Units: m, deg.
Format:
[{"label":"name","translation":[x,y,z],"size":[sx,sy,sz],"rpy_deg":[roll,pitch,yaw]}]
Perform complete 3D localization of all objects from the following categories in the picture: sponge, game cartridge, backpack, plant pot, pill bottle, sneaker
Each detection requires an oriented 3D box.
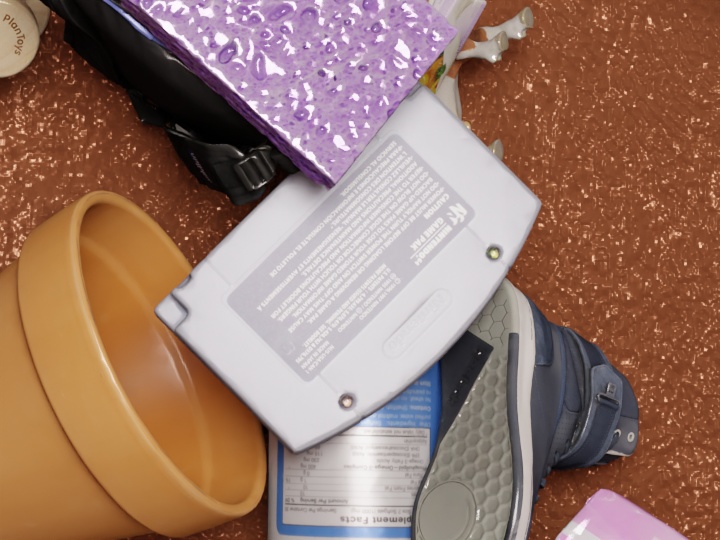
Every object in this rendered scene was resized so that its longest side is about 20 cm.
[{"label":"sponge","translation":[-0.054,-0.150,0.938],"size":[0.200,0.030,0.112],"rpy_deg":[42,76,-6]},{"label":"game cartridge","translation":[0.000,0.000,1.002],"size":[0.200,0.041,0.133],"rpy_deg":[-44,83,-8]},{"label":"backpack","translation":[-0.092,-0.147,1.042],"size":[0.200,0.190,0.154],"rpy_deg":[43,77,-5]},{"label":"plant pot","translation":[-0.163,0.073,1.020],"size":[0.140,0.200,0.201],"rpy_deg":[-25,87,14]},{"label":"pill bottle","translation":[0.000,0.128,1.061],"size":[0.112,0.112,0.201],"rpy_deg":[1,85,-5]},{"label":"sneaker","translation":[0.102,0.121,1.045],"size":[0.077,0.146,0.203],"rpy_deg":[-6,64,37]}]

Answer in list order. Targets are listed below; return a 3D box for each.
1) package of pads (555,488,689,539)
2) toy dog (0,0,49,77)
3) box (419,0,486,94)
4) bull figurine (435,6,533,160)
[{"label":"package of pads","translation":[0.199,0.215,1.019],"size":[0.200,0.121,0.076],"rpy_deg":[33,76,19]},{"label":"toy dog","translation":[-0.279,-0.135,1.067],"size":[0.200,0.132,0.097],"rpy_deg":[-39,111,-16]},{"label":"box","translation":[0.005,-0.086,1.064],"size":[0.041,0.039,0.200],"rpy_deg":[39,108,24]},{"label":"bull figurine","translation":[0.041,-0.112,1.103],"size":[0.121,0.065,0.201],"rpy_deg":[0,92,30]}]
